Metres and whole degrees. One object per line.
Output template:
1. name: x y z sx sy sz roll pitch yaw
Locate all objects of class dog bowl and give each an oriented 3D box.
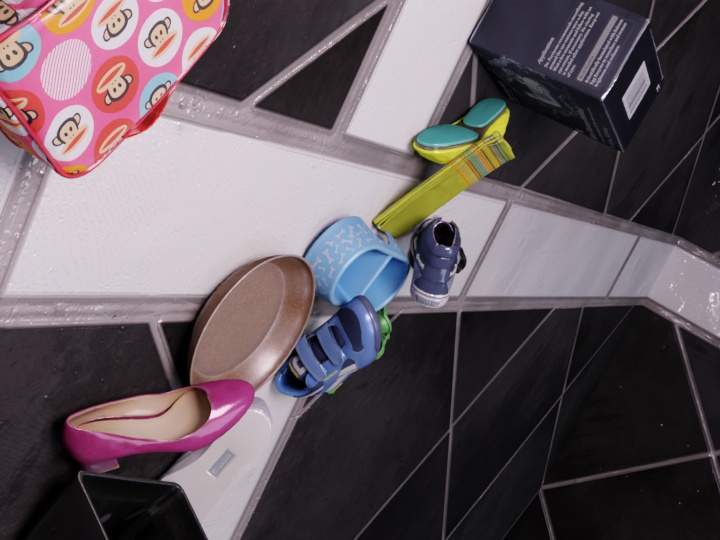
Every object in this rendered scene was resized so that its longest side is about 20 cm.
1. dog bowl: 0.000 0.000 1.199 0.112 0.049 0.200 -53 156 8

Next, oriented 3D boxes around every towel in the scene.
1. towel: 0.112 -0.107 1.240 0.199 0.018 0.086 -35 156 13

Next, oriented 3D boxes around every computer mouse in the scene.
1. computer mouse: 0.129 -0.015 1.446 0.059 0.034 0.199 -63 154 8

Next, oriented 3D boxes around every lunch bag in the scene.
1. lunch bag: -0.182 -0.169 0.674 0.200 0.081 0.177 -50 154 -17

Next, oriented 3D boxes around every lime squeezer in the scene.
1. lime squeezer: 0.013 0.089 1.366 0.070 0.038 0.202 13 110 -30

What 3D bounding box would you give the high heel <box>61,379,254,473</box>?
1. high heel: -0.198 0.145 0.950 0.198 0.068 0.097 -24 151 -20

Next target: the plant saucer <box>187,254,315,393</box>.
1. plant saucer: -0.130 0.063 1.071 0.200 0.036 0.202 -42 150 -31

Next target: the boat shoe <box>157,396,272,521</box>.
1. boat shoe: -0.182 0.227 1.123 0.201 0.072 0.069 -51 -170 8

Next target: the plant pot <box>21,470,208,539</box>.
1. plant pot: -0.259 0.350 0.975 0.177 0.201 0.199 -38 155 7

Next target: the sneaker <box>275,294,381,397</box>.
1. sneaker: -0.041 0.104 1.179 0.082 0.074 0.200 -9 151 -37

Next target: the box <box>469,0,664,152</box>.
1. box: 0.274 -0.272 1.233 0.118 0.199 0.196 -59 154 1

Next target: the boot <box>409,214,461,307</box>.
1. boot: 0.108 -0.040 1.262 0.201 0.072 0.091 -84 -172 -59

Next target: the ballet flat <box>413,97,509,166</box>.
1. ballet flat: 0.139 -0.170 1.255 0.199 0.066 0.068 -35 137 -44
